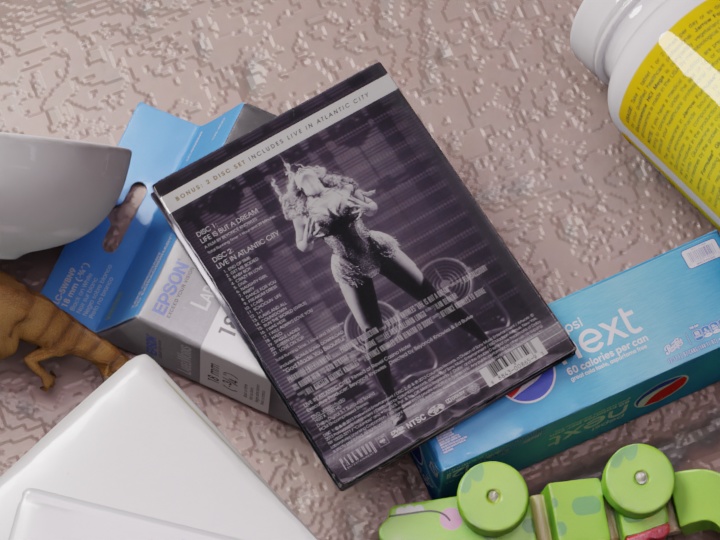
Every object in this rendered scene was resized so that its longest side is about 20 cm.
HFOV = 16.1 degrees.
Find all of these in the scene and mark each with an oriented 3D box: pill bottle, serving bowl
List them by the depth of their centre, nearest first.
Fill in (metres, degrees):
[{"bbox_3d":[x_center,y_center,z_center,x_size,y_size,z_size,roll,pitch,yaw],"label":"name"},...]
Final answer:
[{"bbox_3d":[-0.224,-0.042,1.361,0.199,0.200,0.066,5,90,0],"label":"serving bowl"},{"bbox_3d":[0.211,-0.090,1.418,0.112,0.113,0.200,-35,62,-14],"label":"pill bottle"}]

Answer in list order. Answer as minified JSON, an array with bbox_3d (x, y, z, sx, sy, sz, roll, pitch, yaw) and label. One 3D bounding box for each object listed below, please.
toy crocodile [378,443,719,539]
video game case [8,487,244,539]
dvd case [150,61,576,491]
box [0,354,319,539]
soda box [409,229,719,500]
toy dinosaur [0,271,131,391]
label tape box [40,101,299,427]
[{"bbox_3d":[0.108,0.135,1.362,0.199,0.068,0.062,-6,70,-5],"label":"toy crocodile"},{"bbox_3d":[-0.083,0.210,1.169,0.199,0.024,0.183,14,72,1],"label":"video game case"},{"bbox_3d":[0.000,0.000,1.368,0.148,0.016,0.200,-29,71,-13],"label":"dvd case"},{"bbox_3d":[-0.113,0.193,1.277,0.199,0.171,0.200,-42,76,-15],"label":"box"},{"bbox_3d":[0.118,0.054,1.393,0.199,0.068,0.064,-23,70,-10],"label":"soda box"},{"bbox_3d":[-0.199,0.016,1.365,0.200,0.106,0.061,28,66,-38],"label":"toy dinosaur"},{"bbox_3d":[-0.065,-0.010,1.413,0.199,0.063,0.145,23,70,6],"label":"label tape box"}]
